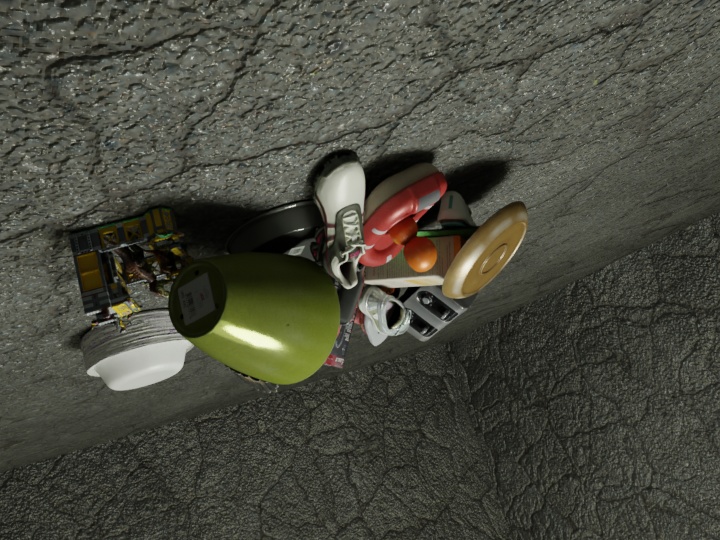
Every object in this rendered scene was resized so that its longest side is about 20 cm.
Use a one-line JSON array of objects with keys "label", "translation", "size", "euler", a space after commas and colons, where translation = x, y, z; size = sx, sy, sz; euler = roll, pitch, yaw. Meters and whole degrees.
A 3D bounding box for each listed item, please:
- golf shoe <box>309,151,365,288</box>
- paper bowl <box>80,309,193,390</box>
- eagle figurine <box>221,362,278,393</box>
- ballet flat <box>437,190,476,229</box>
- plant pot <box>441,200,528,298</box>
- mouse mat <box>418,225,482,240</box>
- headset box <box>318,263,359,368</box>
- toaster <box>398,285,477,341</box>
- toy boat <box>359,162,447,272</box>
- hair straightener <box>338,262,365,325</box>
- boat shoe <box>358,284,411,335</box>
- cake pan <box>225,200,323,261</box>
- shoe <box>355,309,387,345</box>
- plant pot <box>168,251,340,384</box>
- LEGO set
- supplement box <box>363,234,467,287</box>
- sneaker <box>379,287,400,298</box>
[{"label": "golf shoe", "translation": [-0.017, -0.065, 0.767], "size": [0.076, 0.089, 0.202], "euler": [-20, 145, -22]}, {"label": "paper bowl", "translation": [-0.415, 0.157, 1.079], "size": [0.197, 0.106, 0.201], "euler": [-20, 166, -5]}, {"label": "eagle figurine", "translation": [-0.215, 0.118, 0.992], "size": [0.149, 0.204, 0.150], "euler": [-26, 162, 34]}, {"label": "ballet flat", "translation": [0.174, -0.096, 1.013], "size": [0.068, 0.071, 0.200], "euler": [-22, 168, 11]}, {"label": "plant pot", "translation": [0.215, -0.025, 0.948], "size": [0.199, 0.027, 0.201], "euler": [-36, 154, -20]}, {"label": "mouse mat", "translation": [0.150, -0.059, 1.018], "size": [0.196, 0.008, 0.161], "euler": [0, 174, 20]}, {"label": "headset box", "translation": [-0.071, 0.090, 1.056], "size": [0.074, 0.204, 0.148], "euler": [11, 172, 24]}, {"label": "toaster", "translation": [0.178, 0.041, 1.284], "size": [0.201, 0.118, 0.181], "euler": [-53, -176, -41]}, {"label": "toy boat", "translation": [0.066, -0.056, 0.846], "size": [0.129, 0.132, 0.200], "euler": [-29, 172, -29]}, {"label": "hair straightener", "translation": [0.000, 0.000, 0.969], "size": [0.077, 0.040, 0.203], "euler": [-40, 154, -82]}, {"label": "boat shoe", "translation": [0.061, 0.090, 1.163], "size": [0.075, 0.064, 0.202], "euler": [-59, 148, -13]}, {"label": "cake pan", "translation": [-0.108, -0.045, 0.882], "size": [0.196, 0.037, 0.201], "euler": [-19, 165, -5]}, {"label": "shoe", "translation": [0.016, 0.093, 1.284], "size": [0.071, 0.091, 0.201], "euler": [-38, 155, -16]}, {"label": "plant pot", "translation": [-0.152, 0.054, 0.757], "size": [0.184, 0.191, 0.199], "euler": [-24, 160, 20]}, {"label": "LEGO set", "translation": [-0.277, 0.019, 0.725], "size": [0.151, 0.118, 0.200], "euler": [-14, 165, -22]}, {"label": "supplement box", "translation": [0.111, -0.014, 1.060], "size": [0.196, 0.075, 0.125], "euler": [-4, 171, 26]}, {"label": "sneaker", "translation": [0.056, 0.039, 1.294], "size": [0.069, 0.092, 0.200], "euler": [-19, 165, 2]}]
